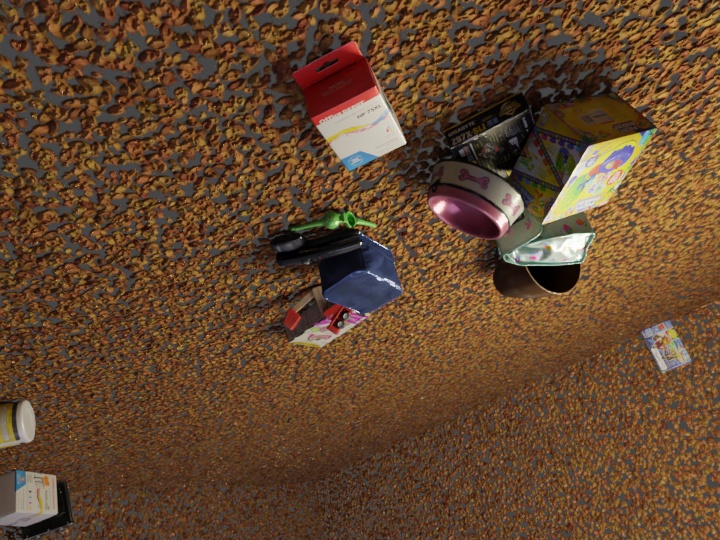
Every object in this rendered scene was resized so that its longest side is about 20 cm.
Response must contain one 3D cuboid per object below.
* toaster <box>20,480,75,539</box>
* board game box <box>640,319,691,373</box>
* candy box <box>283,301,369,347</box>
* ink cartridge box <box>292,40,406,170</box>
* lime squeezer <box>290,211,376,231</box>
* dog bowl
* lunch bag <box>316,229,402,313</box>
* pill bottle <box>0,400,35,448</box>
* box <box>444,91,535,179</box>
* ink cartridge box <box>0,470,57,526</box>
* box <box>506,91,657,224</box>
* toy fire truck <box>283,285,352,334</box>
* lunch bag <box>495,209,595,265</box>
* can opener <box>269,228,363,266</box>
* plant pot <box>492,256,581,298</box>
[{"bbox_3d":[-1.210,0.918,2.337,0.179,0.201,0.119,-13,156,-25],"label":"toaster"},{"bbox_3d":[1.352,0.337,2.697,0.134,0.202,0.034,-26,151,18],"label":"board game box"},{"bbox_3d":[-0.093,0.138,1.666,0.199,0.062,0.136,-34,148,30],"label":"candy box"},{"bbox_3d":[-0.014,-0.258,0.981,0.115,0.068,0.200,-24,151,13],"label":"ink cartridge box"},{"bbox_3d":[-0.044,-0.098,1.289,0.198,0.038,0.071,-5,150,-23],"label":"lime squeezer"},{"bbox_3d":[0.219,-0.134,1.206,0.074,0.199,0.200,-61,152,-10],"label":"dog bowl"},{"bbox_3d":[0.000,0.000,1.391,0.135,0.133,0.199,-31,144,27],"label":"lunch bag"},{"bbox_3d":[-0.988,0.421,1.618,0.198,0.115,0.115,-9,152,-15],"label":"pill bottle"},{"bbox_3d":[0.266,-0.242,1.190,0.158,0.050,0.200,-24,153,16],"label":"box"},{"bbox_3d":[-1.212,0.815,2.174,0.143,0.148,0.200,-21,153,8],"label":"ink cartridge box"},{"bbox_3d":[0.419,-0.217,1.173,0.198,0.122,0.194,-18,147,-28],"label":"box"},{"bbox_3d":[-0.088,0.087,1.534,0.201,0.140,0.049,-56,176,-4],"label":"toy fire truck"},{"bbox_3d":[0.387,-0.101,1.349,0.198,0.172,0.123,-5,142,-4],"label":"lunch bag"},{"bbox_3d":[-0.091,-0.048,1.295,0.198,0.064,0.079,-6,165,9],"label":"can opener"},{"bbox_3d":[0.448,-0.002,1.623,0.185,0.189,0.200,-3,164,-24],"label":"plant pot"}]
